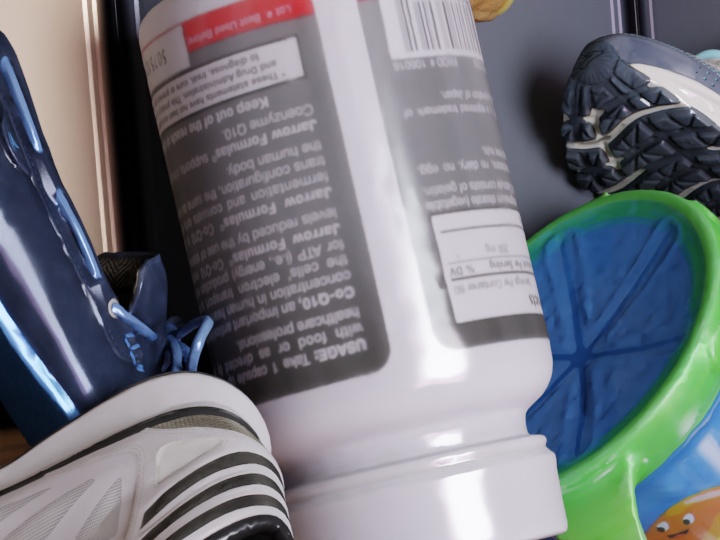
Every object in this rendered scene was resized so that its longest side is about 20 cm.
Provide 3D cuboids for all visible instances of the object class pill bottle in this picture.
[{"bbox_3d":[0.000,0.000,0.955,0.113,0.114,0.201,-8,82,-38],"label":"pill bottle"}]

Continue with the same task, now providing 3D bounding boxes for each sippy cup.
[{"bbox_3d":[0.113,0.062,1.050,0.130,0.139,0.179,41,66,-31],"label":"sippy cup"}]

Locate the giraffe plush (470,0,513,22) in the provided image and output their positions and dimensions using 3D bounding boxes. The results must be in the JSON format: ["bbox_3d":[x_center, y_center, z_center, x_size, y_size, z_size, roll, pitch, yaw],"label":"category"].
[{"bbox_3d":[0.085,-0.199,1.019,0.173,0.162,0.201,46,63,-27],"label":"giraffe plush"}]

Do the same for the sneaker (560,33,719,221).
[{"bbox_3d":[0.150,-0.058,1.136,0.199,0.077,0.087,27,60,-42],"label":"sneaker"}]

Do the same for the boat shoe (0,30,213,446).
[{"bbox_3d":[-0.087,0.014,0.925,0.069,0.084,0.201,-37,113,-21],"label":"boat shoe"}]

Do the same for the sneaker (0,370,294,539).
[{"bbox_3d":[-0.108,0.111,0.844,0.200,0.115,0.076,-33,114,0],"label":"sneaker"}]
